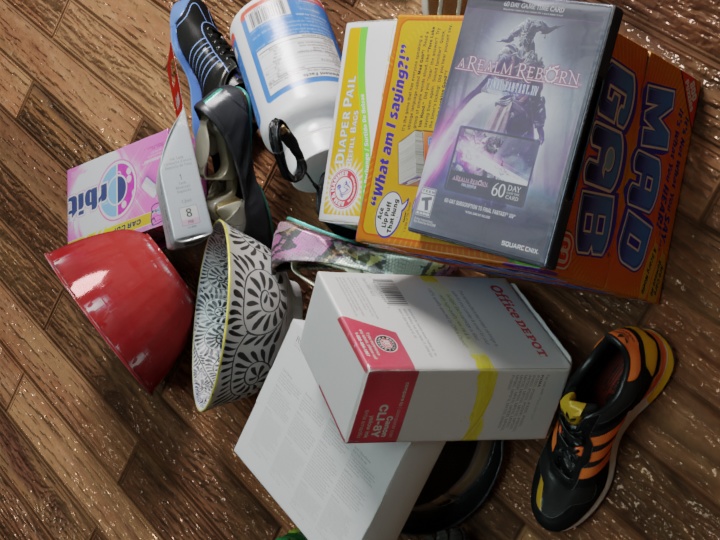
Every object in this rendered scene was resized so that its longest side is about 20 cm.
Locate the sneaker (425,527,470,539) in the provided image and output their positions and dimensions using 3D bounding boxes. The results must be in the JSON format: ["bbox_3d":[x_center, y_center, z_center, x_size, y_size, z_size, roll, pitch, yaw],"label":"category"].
[{"bbox_3d":[0.038,0.329,1.257,0.200,0.078,0.086,-45,57,25],"label":"sneaker"}]

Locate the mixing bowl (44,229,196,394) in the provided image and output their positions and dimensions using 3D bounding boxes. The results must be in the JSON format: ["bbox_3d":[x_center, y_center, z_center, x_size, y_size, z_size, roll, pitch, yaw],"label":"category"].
[{"bbox_3d":[-0.255,0.029,1.519,0.108,0.201,0.200,-37,54,-7],"label":"mixing bowl"}]

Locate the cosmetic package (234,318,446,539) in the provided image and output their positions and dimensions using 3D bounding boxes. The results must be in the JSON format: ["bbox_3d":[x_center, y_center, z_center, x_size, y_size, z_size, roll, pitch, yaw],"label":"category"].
[{"bbox_3d":[-0.024,0.162,1.239,0.200,0.051,0.152,42,115,42],"label":"cosmetic package"}]

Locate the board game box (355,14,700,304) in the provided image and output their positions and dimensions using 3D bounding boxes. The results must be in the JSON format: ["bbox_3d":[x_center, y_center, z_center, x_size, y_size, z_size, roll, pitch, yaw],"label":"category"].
[{"bbox_3d":[0.147,-0.096,1.165,0.198,0.199,0.203,10,88,41],"label":"board game box"}]

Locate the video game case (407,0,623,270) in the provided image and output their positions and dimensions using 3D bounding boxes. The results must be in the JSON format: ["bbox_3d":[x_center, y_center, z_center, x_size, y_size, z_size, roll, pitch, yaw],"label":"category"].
[{"bbox_3d":[0.118,-0.114,1.050,0.142,0.019,0.203,16,93,42],"label":"video game case"}]

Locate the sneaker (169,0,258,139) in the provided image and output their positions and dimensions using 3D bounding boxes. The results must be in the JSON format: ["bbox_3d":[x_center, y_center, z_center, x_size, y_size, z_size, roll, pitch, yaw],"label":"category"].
[{"bbox_3d":[-0.163,-0.235,1.555,0.077,0.070,0.203,-24,73,31],"label":"sneaker"}]

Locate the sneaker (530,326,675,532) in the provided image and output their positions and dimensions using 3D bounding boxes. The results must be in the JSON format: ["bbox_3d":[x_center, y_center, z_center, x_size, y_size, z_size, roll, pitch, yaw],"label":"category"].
[{"bbox_3d":[0.189,0.134,1.155,0.070,0.089,0.202,38,106,38],"label":"sneaker"}]

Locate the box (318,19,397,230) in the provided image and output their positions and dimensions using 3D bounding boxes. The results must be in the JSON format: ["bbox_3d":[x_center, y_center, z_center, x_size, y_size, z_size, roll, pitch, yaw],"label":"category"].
[{"bbox_3d":[0.042,-0.134,1.322,0.100,0.112,0.203,6,86,41],"label":"box"}]

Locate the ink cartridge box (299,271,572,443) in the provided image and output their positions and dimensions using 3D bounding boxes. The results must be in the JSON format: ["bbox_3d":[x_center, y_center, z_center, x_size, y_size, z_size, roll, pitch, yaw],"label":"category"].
[{"bbox_3d":[0.064,0.076,1.178,0.146,0.197,0.084,-121,39,-51],"label":"ink cartridge box"}]

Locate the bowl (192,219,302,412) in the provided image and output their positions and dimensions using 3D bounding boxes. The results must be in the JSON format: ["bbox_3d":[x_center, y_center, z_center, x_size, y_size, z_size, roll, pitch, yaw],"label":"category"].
[{"bbox_3d":[-0.116,0.052,1.415,0.200,0.093,0.204,-173,90,-74],"label":"bowl"}]

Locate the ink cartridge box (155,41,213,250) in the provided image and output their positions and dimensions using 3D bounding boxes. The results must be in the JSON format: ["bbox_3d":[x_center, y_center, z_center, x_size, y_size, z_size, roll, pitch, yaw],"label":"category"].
[{"bbox_3d":[-0.204,-0.127,1.440,0.162,0.056,0.203,170,84,-80],"label":"ink cartridge box"}]

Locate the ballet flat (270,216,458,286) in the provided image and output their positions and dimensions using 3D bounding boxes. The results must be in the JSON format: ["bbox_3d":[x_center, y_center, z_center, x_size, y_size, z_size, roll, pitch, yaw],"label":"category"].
[{"bbox_3d":[0.000,0.000,1.336,0.197,0.069,0.072,13,83,19],"label":"ballet flat"}]

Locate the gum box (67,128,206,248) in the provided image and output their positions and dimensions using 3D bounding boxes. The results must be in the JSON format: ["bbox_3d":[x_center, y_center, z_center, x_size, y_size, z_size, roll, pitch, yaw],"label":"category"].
[{"bbox_3d":[-0.266,-0.085,1.609,0.198,0.066,0.115,-16,70,38],"label":"gum box"}]

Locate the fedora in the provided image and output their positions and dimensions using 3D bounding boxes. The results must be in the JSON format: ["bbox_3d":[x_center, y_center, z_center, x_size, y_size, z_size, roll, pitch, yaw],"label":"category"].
[{"bbox_3d":[0.038,0.158,1.279,0.199,0.091,0.204,-10,75,39],"label":"fedora"}]

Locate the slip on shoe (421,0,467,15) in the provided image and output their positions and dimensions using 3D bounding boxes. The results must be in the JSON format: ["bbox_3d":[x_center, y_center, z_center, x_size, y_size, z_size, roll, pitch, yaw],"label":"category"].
[{"bbox_3d":[0.103,-0.333,1.347,0.061,0.075,0.203,-143,59,-80],"label":"slip on shoe"}]

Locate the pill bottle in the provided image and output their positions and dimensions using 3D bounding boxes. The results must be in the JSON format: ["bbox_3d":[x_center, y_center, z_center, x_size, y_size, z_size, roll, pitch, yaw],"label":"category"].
[{"bbox_3d":[-0.063,-0.188,1.425,0.112,0.112,0.202,-34,61,31],"label":"pill bottle"}]

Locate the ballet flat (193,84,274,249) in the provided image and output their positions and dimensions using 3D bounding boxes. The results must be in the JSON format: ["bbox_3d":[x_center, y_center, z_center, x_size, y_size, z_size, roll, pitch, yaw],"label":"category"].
[{"bbox_3d":[-0.143,-0.099,1.445,0.073,0.073,0.203,18,126,41],"label":"ballet flat"}]

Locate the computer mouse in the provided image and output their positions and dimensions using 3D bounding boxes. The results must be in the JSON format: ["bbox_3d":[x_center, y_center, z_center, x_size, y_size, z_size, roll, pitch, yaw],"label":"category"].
[{"bbox_3d":[-0.036,-0.090,1.332,0.034,0.200,0.059,-5,63,24],"label":"computer mouse"}]

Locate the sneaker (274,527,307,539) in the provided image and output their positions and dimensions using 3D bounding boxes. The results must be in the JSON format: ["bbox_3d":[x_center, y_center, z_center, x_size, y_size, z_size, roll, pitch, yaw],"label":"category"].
[{"bbox_3d":[-0.070,0.359,1.341,0.073,0.083,0.203,-10,76,38],"label":"sneaker"}]
